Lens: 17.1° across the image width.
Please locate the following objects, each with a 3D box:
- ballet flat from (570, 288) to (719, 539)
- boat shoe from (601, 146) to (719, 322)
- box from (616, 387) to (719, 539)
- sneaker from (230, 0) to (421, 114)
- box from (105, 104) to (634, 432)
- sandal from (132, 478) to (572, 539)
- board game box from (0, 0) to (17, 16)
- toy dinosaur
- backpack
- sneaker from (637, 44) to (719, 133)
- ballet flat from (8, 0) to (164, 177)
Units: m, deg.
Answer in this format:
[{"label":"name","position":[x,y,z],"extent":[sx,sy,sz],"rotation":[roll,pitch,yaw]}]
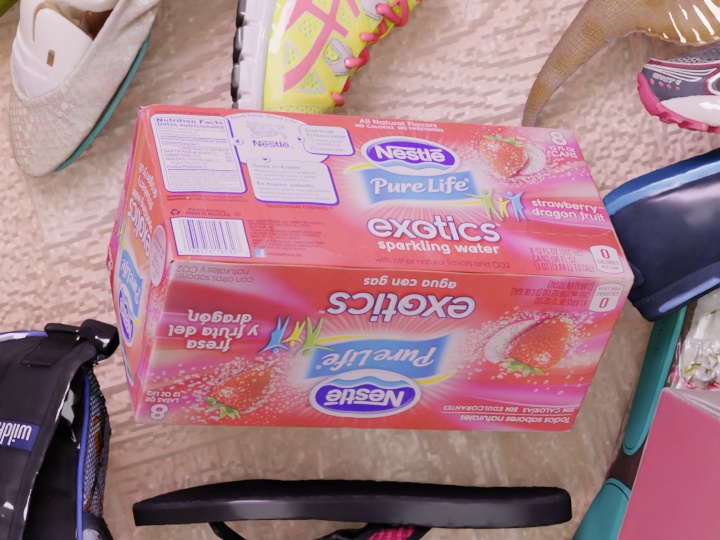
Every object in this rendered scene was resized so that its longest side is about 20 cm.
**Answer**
[{"label":"ballet flat","position":[0.141,0.098,1.081],"extent":[0.064,0.076,0.201],"rotation":[20,95,-10]},{"label":"boat shoe","position":[0.203,-0.033,1.035],"extent":[0.199,0.084,0.069],"rotation":[-18,96,19]},{"label":"box","position":[0.178,0.162,1.029],"extent":[0.127,0.109,0.201],"rotation":[6,103,-40]},{"label":"sneaker","position":[-0.010,-0.118,1.064],"extent":[0.090,0.078,0.201],"rotation":[7,93,-3]},{"label":"box","position":[0.000,0.000,1.018],"extent":[0.199,0.103,0.095],"rotation":[2,133,-18]},{"label":"sandal","position":[-0.004,0.119,1.080],"extent":[0.199,0.075,0.045],"rotation":[2,93,-3]},{"label":"board game box","position":[-0.142,-0.202,1.072],"extent":[0.200,0.048,0.102],"rotation":[-42,92,2]},{"label":"toy dinosaur","position":[0.127,-0.139,1.059],"extent":[0.200,0.058,0.101],"rotation":[-32,76,18]},{"label":"backpack","position":[-0.192,0.132,1.021],"extent":[0.199,0.154,0.191],"rotation":[-6,53,4]},{"label":"sneaker","position":[0.209,-0.113,1.017],"extent":[0.199,0.081,0.075],"rotation":[-22,103,0]},{"label":"ballet flat","position":[-0.114,-0.130,1.046],"extent":[0.062,0.068,0.200],"rotation":[19,116,-39]}]
